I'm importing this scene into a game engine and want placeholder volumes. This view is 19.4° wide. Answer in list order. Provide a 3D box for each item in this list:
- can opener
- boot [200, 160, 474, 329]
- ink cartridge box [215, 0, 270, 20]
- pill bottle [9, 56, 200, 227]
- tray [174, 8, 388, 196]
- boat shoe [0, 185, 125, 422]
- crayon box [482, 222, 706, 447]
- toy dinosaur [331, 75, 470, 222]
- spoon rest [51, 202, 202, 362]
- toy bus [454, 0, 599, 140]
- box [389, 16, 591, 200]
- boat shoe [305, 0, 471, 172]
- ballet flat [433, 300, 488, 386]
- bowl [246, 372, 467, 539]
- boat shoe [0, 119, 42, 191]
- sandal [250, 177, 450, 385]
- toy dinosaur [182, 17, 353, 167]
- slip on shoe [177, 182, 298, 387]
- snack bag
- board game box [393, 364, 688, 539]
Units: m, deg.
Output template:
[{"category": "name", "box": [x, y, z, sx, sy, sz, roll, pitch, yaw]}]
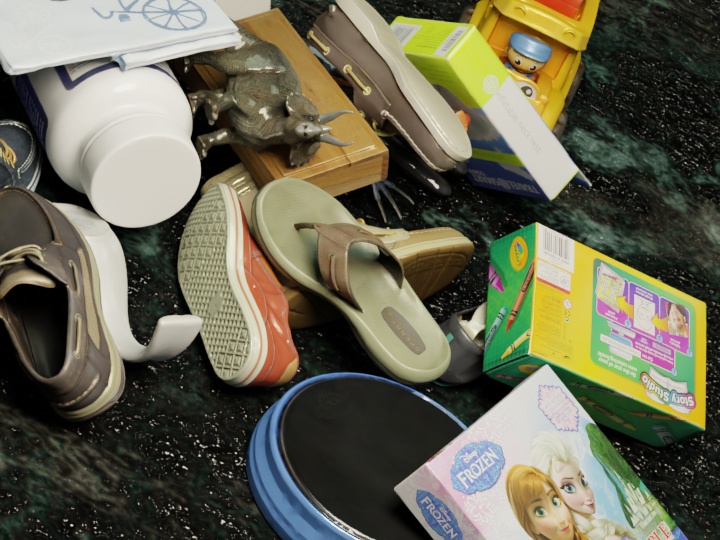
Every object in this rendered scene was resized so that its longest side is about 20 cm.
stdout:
[{"category": "can opener", "box": [0.013, -0.141, 1.901, 0.200, 0.063, 0.079, 36, 35, 11]}, {"category": "boot", "box": [-0.018, -0.037, 1.740, 0.200, 0.073, 0.155, -15, 53, -32]}, {"category": "ink cartridge box", "box": [-0.193, -0.268, 1.849, 0.200, 0.084, 0.146, -5, 30, -24]}, {"category": "pill bottle", "box": [-0.201, -0.129, 1.678, 0.120, 0.120, 0.200, 3, 37, -31]}, {"category": "tray", "box": [-0.067, -0.136, 1.740, 0.099, 0.037, 0.200, -19, 49, -21]}, {"category": "boat shoe", "box": [-0.226, 0.012, 1.506, 0.200, 0.074, 0.073, 61, 4, 30]}, {"category": "crayon box", "box": [0.194, 0.055, 1.710, 0.200, 0.058, 0.119, 24, 57, -31]}, {"category": "toy dinosaur", "box": [-0.005, -0.143, 1.802, 0.181, 0.105, 0.200, -16, 81, -7]}, {"category": "spoon rest", "box": [-0.198, 0.010, 1.586, 0.099, 0.061, 0.200, -1, 31, -44]}, {"category": "toy bus", "box": [0.163, -0.220, 1.993, 0.136, 0.192, 0.200, 27, 37, -5]}, {"category": "box", "box": [0.107, -0.136, 1.860, 0.200, 0.048, 0.122, 51, -19, -30]}, {"category": "boat shoe", "box": [0.021, -0.148, 1.741, 0.072, 0.060, 0.200, 23, 28, -57]}, {"category": "ballet flat", "box": [0.130, 0.044, 1.744, 0.200, 0.073, 0.073, -17, 55, -45]}, {"category": "bowl", "box": [0.016, 0.154, 1.556, 0.200, 0.039, 0.201, 19, 36, -14]}, {"category": "boat shoe", "box": [-0.288, -0.082, 1.599, 0.071, 0.091, 0.200, 30, 35, 2]}, {"category": "sandal", "box": [0.001, 0.000, 1.627, 0.201, 0.057, 0.080, 45, 57, 4]}, {"category": "toy dinosaur", "box": [-0.085, -0.142, 1.683, 0.102, 0.077, 0.200, -6, 41, -19]}, {"category": "slip on shoe", "box": [-0.094, 0.014, 1.636, 0.061, 0.074, 0.200, 21, 35, -38]}, {"category": "snack bag", "box": [-0.222, -0.213, 1.666, 0.200, 0.021, 0.189, -15, 44, -27]}, {"category": "board game box", "box": [0.144, 0.189, 1.547, 0.200, 0.041, 0.200, 51, 36, 4]}]
